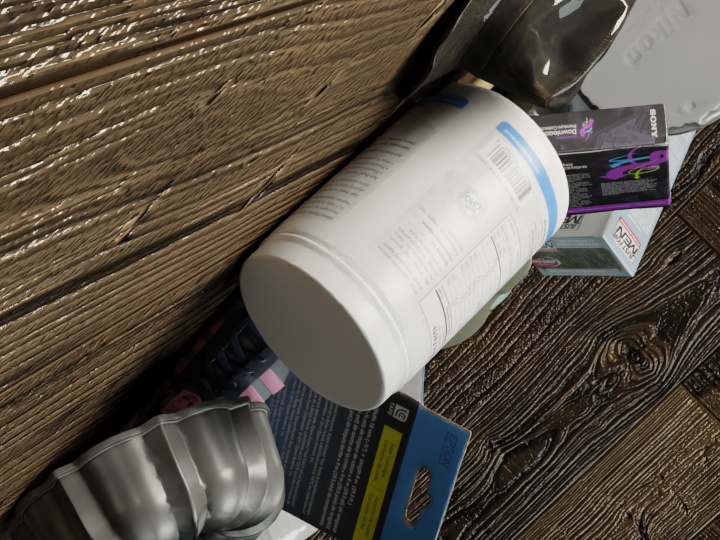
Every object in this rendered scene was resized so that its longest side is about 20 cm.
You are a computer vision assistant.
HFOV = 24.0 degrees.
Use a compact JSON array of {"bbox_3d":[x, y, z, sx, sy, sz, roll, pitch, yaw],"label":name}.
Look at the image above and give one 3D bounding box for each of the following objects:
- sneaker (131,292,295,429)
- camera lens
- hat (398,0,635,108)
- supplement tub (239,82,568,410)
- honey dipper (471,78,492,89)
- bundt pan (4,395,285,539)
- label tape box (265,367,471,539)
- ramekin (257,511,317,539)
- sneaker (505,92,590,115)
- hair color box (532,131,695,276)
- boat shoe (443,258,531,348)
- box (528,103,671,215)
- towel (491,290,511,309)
[{"bbox_3d":[-0.096,0.077,1.191,0.200,0.070,0.082,-51,174,34],"label":"sneaker"},{"bbox_3d":[0.241,-0.189,1.334,0.160,0.160,0.200,-47,175,16],"label":"camera lens"},{"bbox_3d":[0.117,-0.150,1.055,0.201,0.081,0.201,-45,176,-4],"label":"hat"},{"bbox_3d":[0.032,-0.019,1.115,0.200,0.132,0.132,-42,175,-27],"label":"supplement tub"},{"bbox_3d":[0.062,-0.107,1.217,0.200,0.038,0.038,-44,175,-5],"label":"honey dipper"},{"bbox_3d":[-0.138,0.171,1.171,0.201,0.076,0.202,-25,161,-9],"label":"bundt pan"},{"bbox_3d":[-0.011,0.118,1.249,0.063,0.199,0.145,-37,148,-55],"label":"label tape box"},{"bbox_3d":[-0.109,0.192,1.468,0.201,0.095,0.202,-23,-172,4],"label":"ramekin"},{"bbox_3d":[0.177,-0.121,1.409,0.074,0.116,0.200,-44,-172,24],"label":"sneaker"},{"bbox_3d":[0.224,-0.091,1.511,0.099,0.061,0.201,1,-127,43],"label":"hair color box"},{"bbox_3d":[0.071,0.002,1.291,0.200,0.071,0.063,132,-36,-53],"label":"boat shoe"},{"bbox_3d":[0.162,-0.078,1.280,0.142,0.036,0.200,-5,170,9],"label":"box"},{"bbox_3d":[0.100,-0.050,1.438,0.200,0.048,0.172,-33,129,-72],"label":"towel"}]
